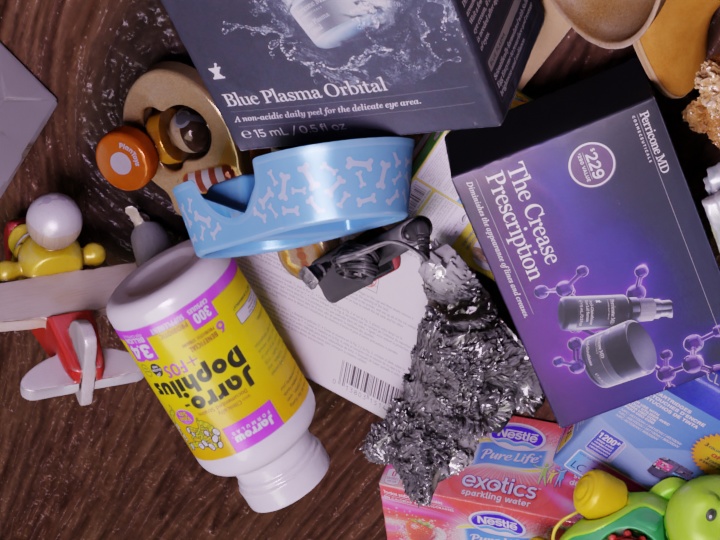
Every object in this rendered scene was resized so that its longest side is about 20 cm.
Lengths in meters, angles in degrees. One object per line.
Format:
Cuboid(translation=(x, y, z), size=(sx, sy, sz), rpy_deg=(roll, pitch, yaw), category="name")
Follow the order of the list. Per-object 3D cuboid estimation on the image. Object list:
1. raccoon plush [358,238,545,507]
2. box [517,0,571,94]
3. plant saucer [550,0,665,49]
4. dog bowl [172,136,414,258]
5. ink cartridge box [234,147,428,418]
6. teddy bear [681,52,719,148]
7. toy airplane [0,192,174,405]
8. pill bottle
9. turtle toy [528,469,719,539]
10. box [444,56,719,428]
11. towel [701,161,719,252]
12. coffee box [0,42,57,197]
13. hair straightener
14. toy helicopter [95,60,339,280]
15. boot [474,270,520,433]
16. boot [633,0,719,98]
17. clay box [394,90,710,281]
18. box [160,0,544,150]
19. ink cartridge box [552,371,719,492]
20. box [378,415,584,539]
Cuboid(translation=(0.041, 0.072, 1.263), size=(0.097, 0.134, 0.200), rpy_deg=(42, 172, 50), category="raccoon plush")
Cuboid(translation=(0.041, -0.194, 1.186), size=(0.199, 0.021, 0.164), rpy_deg=(29, 140, -7), category="box")
Cuboid(translation=(0.136, -0.229, 1.019), size=(0.035, 0.201, 0.201), rpy_deg=(-18, 139, -16), category="plant saucer")
Cuboid(translation=(-0.043, -0.045, 1.182), size=(0.199, 0.111, 0.050), rpy_deg=(-12, 85, 52), category="dog bowl")
Cuboid(translation=(-0.023, -0.001, 1.363), size=(0.199, 0.045, 0.178), rpy_deg=(26, 122, 25), category="ink cartridge box")
Cuboid(translation=(0.276, -0.121, 1.088), size=(0.200, 0.144, 0.067), rpy_deg=(-41, 65, 42), category="teddy bear")
Cuboid(translation=(-0.238, 0.011, 1.409), size=(0.197, 0.200, 0.143), rpy_deg=(12, 117, 19), category="toy airplane")
Cuboid(translation=(-0.101, 0.082, 1.355), size=(0.104, 0.104, 0.201), rpy_deg=(-16, 114, 37), category="pill bottle")
Cuboid(translation=(0.218, 0.223, 1.350), size=(0.145, 0.101, 0.201), rpy_deg=(27, 116, -19), category="turtle toy")
Cuboid(translation=(0.157, -0.016, 1.177), size=(0.140, 0.079, 0.201), rpy_deg=(-22, 114, 9), category="box")
Cuboid(translation=(0.324, -0.034, 1.136), size=(0.198, 0.049, 0.171), rpy_deg=(-18, 146, 14), category="towel")
Cuboid(translation=(-0.343, -0.088, 1.414), size=(0.199, 0.115, 0.080), rpy_deg=(-22, 122, 41), category="coffee box")
Cuboid(translation=(0.000, 0.000, 1.210), size=(0.041, 0.076, 0.200), rpy_deg=(63, 163, -5), category="hair straightener")
Cuboid(translation=(-0.088, -0.075, 1.314), size=(0.200, 0.079, 0.132), rpy_deg=(43, 125, -2), category="toy helicopter")
Cuboid(translation=(0.081, 0.029, 1.369), size=(0.163, 0.066, 0.201), rpy_deg=(21, 142, -5), category="boot")
Cuboid(translation=(0.229, -0.189, 1.060), size=(0.143, 0.071, 0.203), rpy_deg=(4, 130, 31), category="boot")
Cuboid(translation=(0.129, -0.041, 1.233), size=(0.199, 0.048, 0.115), rpy_deg=(29, 114, -14), category="clay box")
Cuboid(translation=(-0.015, -0.191, 1.110), size=(0.195, 0.118, 0.201), rpy_deg=(-3, 132, 28), category="box")
Cuboid(translation=(0.254, 0.104, 1.361), size=(0.135, 0.077, 0.200), rpy_deg=(28, 138, -5), category="ink cartridge box")
Cuboid(translation=(0.126, 0.187, 1.489), size=(0.198, 0.103, 0.095), rpy_deg=(10, 136, 18), category="box")
